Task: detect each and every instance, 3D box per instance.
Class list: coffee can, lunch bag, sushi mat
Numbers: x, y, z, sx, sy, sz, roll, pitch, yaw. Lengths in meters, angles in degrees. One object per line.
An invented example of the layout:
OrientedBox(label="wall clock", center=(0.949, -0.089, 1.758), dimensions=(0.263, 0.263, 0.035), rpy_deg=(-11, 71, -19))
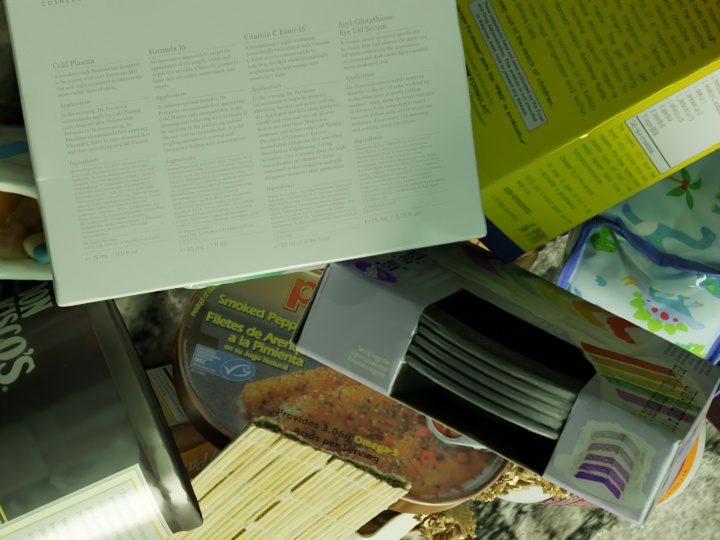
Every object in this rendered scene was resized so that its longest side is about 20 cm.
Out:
OrientedBox(label="coffee can", center=(-0.197, 0.101, 0.879), dimensions=(0.198, 0.147, 0.147), rpy_deg=(-24, 140, -6))
OrientedBox(label="lunch bag", center=(0.185, -0.016, 1.039), dimensions=(0.171, 0.127, 0.201), rpy_deg=(-60, 173, -32))
OrientedBox(label="sushi mat", center=(-0.061, 0.140, 0.971), dimensions=(0.095, 0.012, 0.200), rpy_deg=(27, 139, -17))

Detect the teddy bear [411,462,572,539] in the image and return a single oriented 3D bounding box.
OrientedBox(label="teddy bear", center=(0.049, 0.099, 1.054), dimensions=(0.199, 0.146, 0.067), rpy_deg=(-24, 180, -33))

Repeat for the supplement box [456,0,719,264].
OrientedBox(label="supplement box", center=(0.123, -0.107, 0.885), dimensions=(0.199, 0.110, 0.109), rpy_deg=(-29, 158, 12))

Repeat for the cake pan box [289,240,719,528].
OrientedBox(label="cake pan box", center=(0.079, 0.044, 0.861), dimensions=(0.053, 0.183, 0.200), rpy_deg=(-68, 165, 13))

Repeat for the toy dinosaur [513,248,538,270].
OrientedBox(label="toy dinosaur", center=(0.091, -0.031, 1.095), dimensions=(0.199, 0.058, 0.102), rpy_deg=(-36, 128, -18))

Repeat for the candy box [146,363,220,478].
OrientedBox(label="candy box", center=(-0.121, 0.117, 1.049), dimensions=(0.198, 0.055, 0.116), rpy_deg=(-14, 135, -30))

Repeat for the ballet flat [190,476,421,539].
OrientedBox(label="ballet flat", center=(-0.026, 0.144, 1.059), dimensions=(0.199, 0.063, 0.069), rpy_deg=(-7, 132, -36))

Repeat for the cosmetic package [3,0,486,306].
OrientedBox(label="cosmetic package", center=(-0.051, -0.077, 0.789), dimensions=(0.198, 0.052, 0.152), rpy_deg=(-9, 103, -5))

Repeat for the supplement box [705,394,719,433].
OrientedBox(label="supplement box", center=(0.295, 0.049, 1.204), dimensions=(0.133, 0.200, 0.197), rpy_deg=(-48, 141, 11))

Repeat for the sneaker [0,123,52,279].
OrientedBox(label="sneaker", center=(-0.141, -0.035, 0.868), dimensions=(0.199, 0.081, 0.077), rpy_deg=(-12, 132, -33))

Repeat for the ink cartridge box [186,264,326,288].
OrientedBox(label="ink cartridge box", center=(-0.019, -0.090, 0.890), dimensions=(0.161, 0.050, 0.201), rpy_deg=(-9, 132, -61))

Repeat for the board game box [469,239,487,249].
OrientedBox(label="board game box", center=(0.075, -0.055, 1.007), dimensions=(0.200, 0.030, 0.096), rpy_deg=(-47, 143, -9))

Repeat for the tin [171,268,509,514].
OrientedBox(label="tin", center=(-0.008, 0.064, 0.970), dimensions=(0.198, 0.113, 0.042), rpy_deg=(20, 159, -10))

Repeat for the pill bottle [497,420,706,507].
OrientedBox(label="pill bottle", center=(0.139, 0.105, 1.202), dimensions=(0.199, 0.113, 0.113), rpy_deg=(10, 121, -44))
